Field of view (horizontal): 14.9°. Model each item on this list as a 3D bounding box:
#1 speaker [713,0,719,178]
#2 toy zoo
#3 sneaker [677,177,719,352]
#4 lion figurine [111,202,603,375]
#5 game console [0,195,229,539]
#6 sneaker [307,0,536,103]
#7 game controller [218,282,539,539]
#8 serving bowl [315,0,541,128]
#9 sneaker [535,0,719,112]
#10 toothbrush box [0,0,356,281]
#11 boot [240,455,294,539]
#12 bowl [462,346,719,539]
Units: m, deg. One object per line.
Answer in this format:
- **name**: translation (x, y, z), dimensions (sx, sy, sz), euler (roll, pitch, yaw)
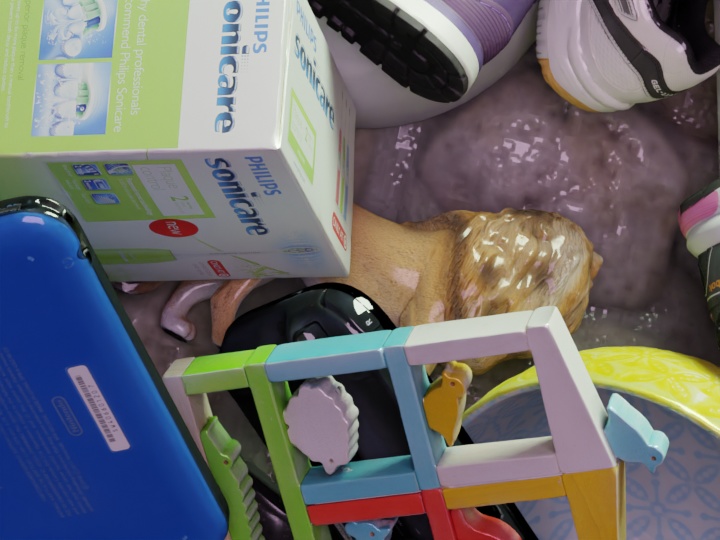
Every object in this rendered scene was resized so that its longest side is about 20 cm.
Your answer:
- **speaker**: translation (0.199, -0.113, 1.247), dimensions (0.081, 0.081, 0.201), euler (-1, 85, -2)
- **toy zoo**: translation (0.028, 0.086, 1.125), dimensions (0.199, 0.020, 0.132), euler (-8, 111, 20)
- **sneaker**: translation (0.210, 0.031, 1.195), dimensions (0.199, 0.080, 0.087), euler (19, 58, -35)
- **lion figurine**: translation (0.000, 0.000, 1.237), dimensions (0.199, 0.072, 0.123), euler (25, 82, 3)
- **game console**: translation (-0.159, 0.026, 1.129), dimensions (0.170, 0.201, 0.119), euler (-12, 43, 13)
- **sneaker**: translation (-0.010, -0.166, 1.194), dimensions (0.200, 0.076, 0.088), euler (40, 71, -2)
- **game controller**: translation (0.017, 0.096, 1.181), dimensions (0.042, 0.104, 0.201), euler (-40, 103, -32)
- **serving bowl**: translation (0.001, -0.168, 1.253), dimensions (0.199, 0.066, 0.202), euler (0, 85, -1)
- **sneaker**: translation (0.134, -0.171, 1.233), dimensions (0.075, 0.087, 0.201), euler (6, 83, -45)
- **toothbrush box**: translation (-0.112, -0.058, 1.174), dimensions (0.199, 0.146, 0.087), euler (-2, 69, 10)
- **boot**: translation (-0.124, 0.112, 1.229), dimensions (0.200, 0.070, 0.132), euler (39, 96, 11)
- **bowl**: translation (0.137, 0.107, 1.202), dimensions (0.200, 0.200, 0.108), euler (43, 44, 2)
